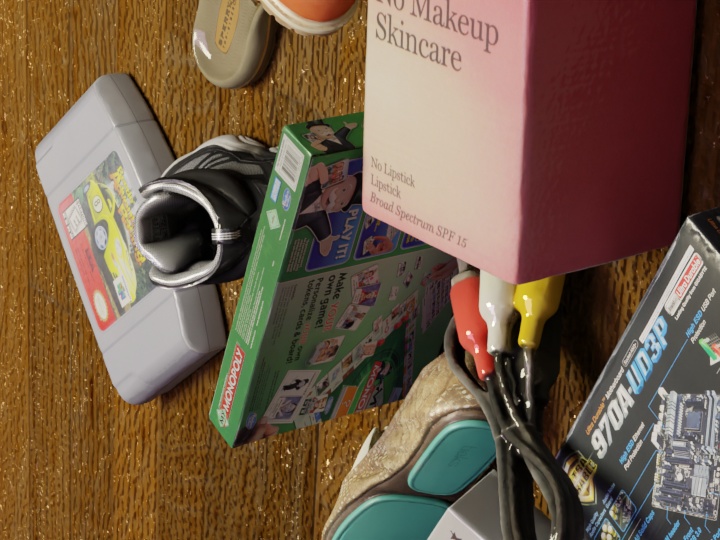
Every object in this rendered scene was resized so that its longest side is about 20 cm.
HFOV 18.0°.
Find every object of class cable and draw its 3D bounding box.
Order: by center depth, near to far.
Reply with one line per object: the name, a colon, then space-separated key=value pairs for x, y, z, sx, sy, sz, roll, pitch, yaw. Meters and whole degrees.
cable: x=0.069 y=0.065 z=1.140 sx=0.097 sy=0.050 sz=0.201 roll=-29 pitch=43 yaw=40

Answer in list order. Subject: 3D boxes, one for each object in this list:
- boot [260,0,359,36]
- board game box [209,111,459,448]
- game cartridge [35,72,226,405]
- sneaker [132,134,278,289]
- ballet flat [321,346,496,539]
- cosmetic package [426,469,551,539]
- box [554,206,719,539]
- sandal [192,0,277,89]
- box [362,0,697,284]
boot: x=-0.035 y=-0.228 z=1.216 sx=0.107 sy=0.075 sz=0.201 roll=167 pitch=90 yaw=-72
board game box: x=0.000 y=0.000 z=1.210 sx=0.029 sy=0.134 sz=0.200 roll=48 pitch=137 yaw=35
game cartridge: x=-0.154 y=-0.022 z=1.518 sx=0.133 sy=0.041 sz=0.201 roll=-36 pitch=72 yaw=50
sneaker: x=-0.096 y=-0.036 z=1.355 sx=0.200 sy=0.114 sz=0.076 roll=6 pitch=105 yaw=55
ballet flat: x=0.033 y=0.106 z=1.278 sx=0.200 sy=0.070 sz=0.065 roll=129 pitch=147 yaw=-47
cosmetic package: x=0.074 y=0.224 z=1.200 sx=0.151 sy=0.052 sz=0.200 roll=42 pitch=131 yaw=15
box: x=0.176 y=0.093 z=1.064 sx=0.159 sy=0.046 sz=0.200 roll=54 pitch=140 yaw=31
sandal: x=-0.077 y=-0.192 z=1.327 sx=0.080 sy=0.054 sz=0.201 roll=46 pitch=136 yaw=37
box: x=0.079 y=-0.112 z=1.077 sx=0.128 sy=0.109 sz=0.201 roll=27 pitch=123 yaw=49
